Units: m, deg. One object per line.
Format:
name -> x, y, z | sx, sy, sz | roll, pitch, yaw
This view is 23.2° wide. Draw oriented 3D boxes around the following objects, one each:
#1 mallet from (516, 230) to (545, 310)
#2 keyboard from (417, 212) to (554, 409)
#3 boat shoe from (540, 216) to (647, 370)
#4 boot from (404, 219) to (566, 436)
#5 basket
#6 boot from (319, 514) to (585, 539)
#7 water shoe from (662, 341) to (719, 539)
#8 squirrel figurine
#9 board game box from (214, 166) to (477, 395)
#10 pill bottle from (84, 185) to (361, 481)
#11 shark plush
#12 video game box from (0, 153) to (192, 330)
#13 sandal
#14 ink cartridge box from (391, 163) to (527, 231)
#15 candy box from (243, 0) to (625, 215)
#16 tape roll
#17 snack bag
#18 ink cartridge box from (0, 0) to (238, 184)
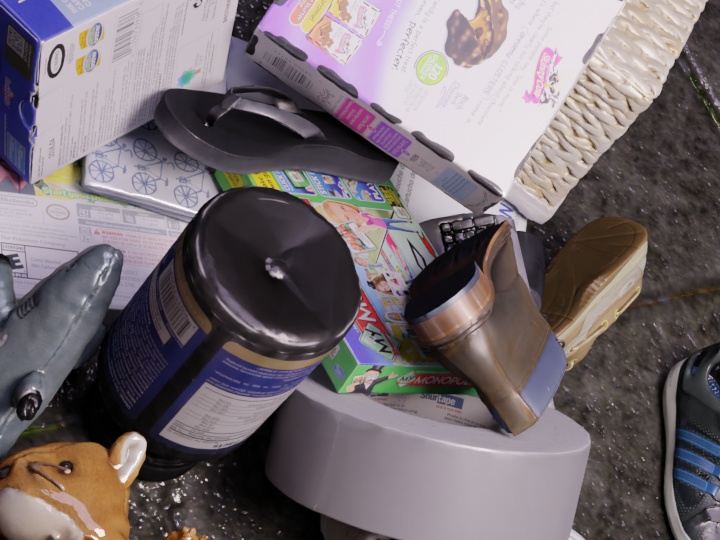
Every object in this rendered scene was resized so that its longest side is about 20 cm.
mallet -> 0.039, -0.004, 1.271 | 0.199, 0.041, 0.066 | 6, 43, -9
keyboard -> 0.066, 0.063, 1.233 | 0.126, 0.021, 0.201 | -12, 83, -2
boat shoe -> 0.149, 0.040, 1.317 | 0.200, 0.067, 0.074 | -36, 41, -25
boot -> 0.083, 0.034, 1.123 | 0.097, 0.075, 0.200 | 56, 20, -8
basket -> 0.136, -0.187, 1.364 | 0.200, 0.161, 0.198 | 38, 43, -3
boot -> 0.074, 0.192, 1.133 | 0.199, 0.074, 0.096 | 14, 9, -18
water shoe -> 0.274, 0.142, 1.327 | 0.071, 0.079, 0.201 | 14, 52, -25
squirrel figurine -> -0.137, 0.191, 0.997 | 0.199, 0.141, 0.187 | 22, 37, -38
board game box -> 0.000, 0.000, 1.163 | 0.134, 0.029, 0.200 | 5, 42, -41
pill bottle -> -0.092, 0.047, 1.061 | 0.111, 0.200, 0.112 | 18, 51, -23
shark plush -> -0.211, 0.068, 1.029 | 0.091, 0.083, 0.200 | 50, 63, -25
video game box -> -0.168, -0.041, 1.183 | 0.199, 0.047, 0.183 | 8, 57, -30
sandal -> -0.054, -0.100, 1.181 | 0.199, 0.043, 0.076 | 2, 38, -42
ink cartridge box -> 0.044, -0.097, 1.372 | 0.199, 0.043, 0.197 | 28, 48, -17
candy box -> 0.050, -0.163, 1.189 | 0.200, 0.072, 0.168 | 34, 76, -4
tape roll -> 0.043, 0.114, 1.114 | 0.199, 0.200, 0.067 | 8, 99, -30
snack bag -> -0.098, -0.100, 1.230 | 0.199, 0.021, 0.189 | 19, 49, -24
ink cartridge box -> -0.174, -0.146, 1.110 | 0.076, 0.137, 0.200 | 43, 55, 19
